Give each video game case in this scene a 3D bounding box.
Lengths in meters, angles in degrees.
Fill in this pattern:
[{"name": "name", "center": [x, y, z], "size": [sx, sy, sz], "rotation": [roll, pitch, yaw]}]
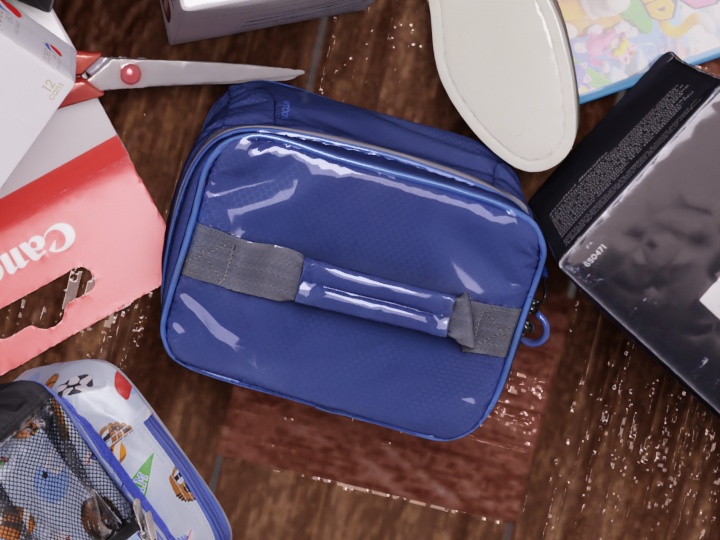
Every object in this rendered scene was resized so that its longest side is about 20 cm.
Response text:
[{"name": "video game case", "center": [0.165, -0.181, 1.168], "size": [0.199, 0.018, 0.144], "rotation": [-19, 93, -5]}]

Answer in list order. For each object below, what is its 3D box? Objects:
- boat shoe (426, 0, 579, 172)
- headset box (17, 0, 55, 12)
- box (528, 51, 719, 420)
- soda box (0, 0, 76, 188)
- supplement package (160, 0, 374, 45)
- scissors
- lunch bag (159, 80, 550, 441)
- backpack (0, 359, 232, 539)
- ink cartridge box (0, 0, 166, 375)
[{"name": "boat shoe", "center": [0.064, -0.149, 1.121], "size": [0.072, 0.060, 0.202], "rotation": [-25, 90, 25]}, {"name": "headset box", "center": [-0.183, -0.246, 1.067], "size": [0.148, 0.075, 0.201], "rotation": [21, 56, -7]}, {"name": "box", "center": [0.198, 0.005, 1.080], "size": [0.200, 0.198, 0.123], "rotation": [42, 98, -6]}, {"name": "soda box", "center": [-0.221, -0.040, 1.062], "size": [0.068, 0.064, 0.200], "rotation": [34, 104, -17]}, {"name": "supplement package", "center": [-0.048, -0.179, 1.054], "size": [0.109, 0.200, 0.114], "rotation": [-11, 92, -6]}, {"name": "scissors", "center": [-0.130, -0.106, 1.100], "size": [0.199, 0.014, 0.073], "rotation": [-15, 107, -8]}, {"name": "lunch bag", "center": [0.000, 0.000, 1.083], "size": [0.199, 0.132, 0.136], "rotation": [14, 108, -7]}, {"name": "backpack", "center": [-0.155, 0.143, 1.069], "size": [0.154, 0.200, 0.191], "rotation": [-32, 101, -24]}, {"name": "ink cartridge box", "center": [-0.204, -0.050, 1.119], "size": [0.160, 0.050, 0.201], "rotation": [-29, 92, -4]}]
